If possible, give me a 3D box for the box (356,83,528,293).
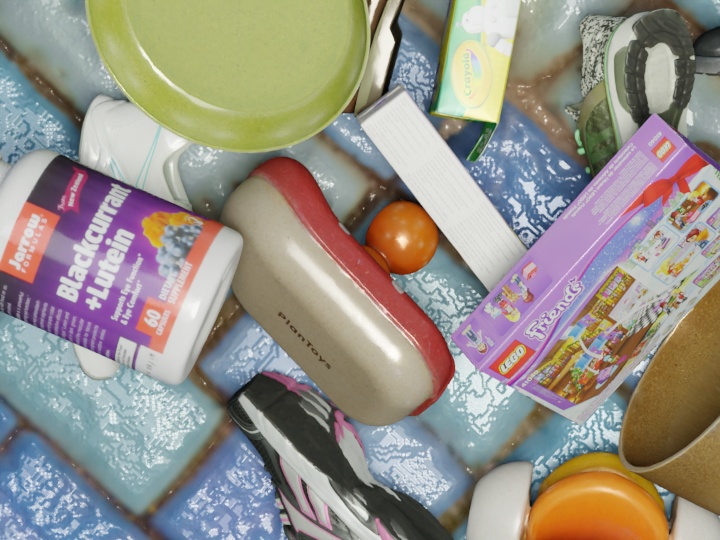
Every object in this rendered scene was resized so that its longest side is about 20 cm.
[{"bbox_3d":[0.073,-0.037,1.404,0.041,0.039,0.200,-38,103,5],"label":"box"}]

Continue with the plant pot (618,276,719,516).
[{"bbox_3d":[0.304,0.110,1.357,0.200,0.186,0.186,36,96,-11],"label":"plant pot"}]

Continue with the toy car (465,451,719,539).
[{"bbox_3d":[0.151,0.225,1.376,0.175,0.150,0.200,9,93,5],"label":"toy car"}]

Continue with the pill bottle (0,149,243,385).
[{"bbox_3d":[-0.188,-0.012,1.350,0.200,0.111,0.112,23,95,1],"label":"pill bottle"}]

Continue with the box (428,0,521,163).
[{"bbox_3d":[0.081,-0.173,1.381,0.048,0.117,0.200,8,93,-1],"label":"box"}]

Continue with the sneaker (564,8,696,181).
[{"bbox_3d":[0.178,-0.088,1.409,0.077,0.089,0.200,-10,113,-31],"label":"sneaker"}]

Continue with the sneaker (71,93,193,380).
[{"bbox_3d":[-0.161,-0.020,1.438,0.080,0.070,0.201,7,93,3],"label":"sneaker"}]

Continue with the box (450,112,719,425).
[{"bbox_3d":[0.170,0.003,1.367,0.200,0.137,0.039,-48,50,11],"label":"box"}]

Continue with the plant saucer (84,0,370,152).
[{"bbox_3d":[-0.086,-0.175,1.379,0.200,0.031,0.200,8,121,13],"label":"plant saucer"}]

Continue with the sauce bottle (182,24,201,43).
[{"bbox_3d":[-0.131,-0.255,1.403,0.066,0.066,0.200,-8,116,6],"label":"sauce bottle"}]

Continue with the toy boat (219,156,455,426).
[{"bbox_3d":[0.000,0.000,1.411,0.200,0.131,0.131,47,66,1],"label":"toy boat"}]

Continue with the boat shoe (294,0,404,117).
[{"bbox_3d":[0.003,-0.205,1.410,0.068,0.072,0.200,15,94,4],"label":"boat shoe"}]

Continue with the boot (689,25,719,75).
[{"bbox_3d":[0.297,-0.233,1.382,0.164,0.066,0.200,-3,95,-2],"label":"boot"}]

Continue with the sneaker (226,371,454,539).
[{"bbox_3d":[-0.030,0.164,1.431,0.200,0.080,0.086,48,116,11],"label":"sneaker"}]
